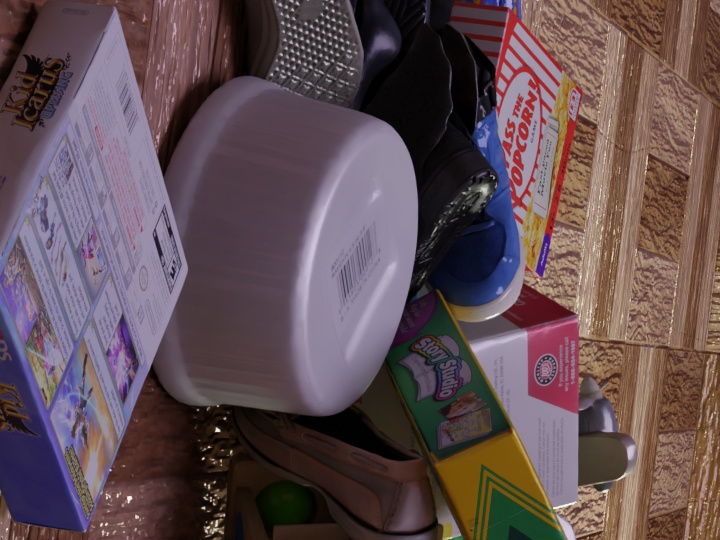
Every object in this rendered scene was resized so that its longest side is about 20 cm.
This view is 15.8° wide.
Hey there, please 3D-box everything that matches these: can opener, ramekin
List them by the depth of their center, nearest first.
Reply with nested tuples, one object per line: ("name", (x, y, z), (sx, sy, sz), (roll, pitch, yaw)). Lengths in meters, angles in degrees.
("ramekin", (-0.041, -0.009, 1.539), (0.200, 0.097, 0.201), (12, 90, -69))
("can opener", (-0.026, -0.099, 1.697), (0.063, 0.078, 0.201), (-9, -113, 66))

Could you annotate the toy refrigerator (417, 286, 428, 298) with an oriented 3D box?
("toy refrigerator", (0.067, -0.018, 2.015), (0.200, 0.070, 0.076), (-17, 116, -71))

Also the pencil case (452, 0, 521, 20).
("pencil case", (0.091, -0.180, 1.998), (0.078, 0.087, 0.201), (-11, 110, -39))

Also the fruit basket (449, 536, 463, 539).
("fruit basket", (0.049, 0.269, 1.929), (0.216, 0.215, 0.156), (75, 27, -52))

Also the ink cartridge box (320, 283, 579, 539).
("ink cartridge box", (0.044, 0.102, 1.754), (0.199, 0.083, 0.146), (-12, 115, -26))

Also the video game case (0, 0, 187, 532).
("video game case", (-0.150, -0.001, 1.297), (0.200, 0.045, 0.182), (78, 23, -48))

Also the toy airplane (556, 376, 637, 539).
("toy airplane", (0.118, 0.135, 1.971), (0.141, 0.200, 0.199), (-44, 157, -33))

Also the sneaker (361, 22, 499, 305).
("sneaker", (0.018, -0.053, 1.646), (0.060, 0.104, 0.200), (-5, 142, -52))

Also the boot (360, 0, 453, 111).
("boot", (0.041, -0.168, 1.857), (0.200, 0.065, 0.165), (-37, 140, -65))

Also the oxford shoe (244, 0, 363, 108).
("oxford shoe", (-0.041, -0.155, 1.588), (0.200, 0.075, 0.058), (87, -21, -46))

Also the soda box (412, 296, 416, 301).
("soda box", (0.000, 0.000, 1.789), (0.068, 0.064, 0.201), (-60, 152, -55))

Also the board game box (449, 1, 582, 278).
("board game box", (0.101, -0.092, 1.892), (0.200, 0.046, 0.152), (33, 67, -66))

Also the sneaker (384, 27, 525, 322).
("sneaker", (0.060, -0.070, 1.692), (0.111, 0.076, 0.200), (66, 19, -50))

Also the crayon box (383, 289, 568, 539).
("crayon box", (0.078, 0.130, 1.606), (0.173, 0.058, 0.200), (63, 0, -26))

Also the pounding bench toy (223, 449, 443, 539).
("pounding bench toy", (-0.051, 0.194, 1.605), (0.156, 0.199, 0.125), (-118, -148, -63))

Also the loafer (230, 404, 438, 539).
("loafer", (-0.013, 0.103, 1.585), (0.072, 0.200, 0.063), (-10, 118, -31))
